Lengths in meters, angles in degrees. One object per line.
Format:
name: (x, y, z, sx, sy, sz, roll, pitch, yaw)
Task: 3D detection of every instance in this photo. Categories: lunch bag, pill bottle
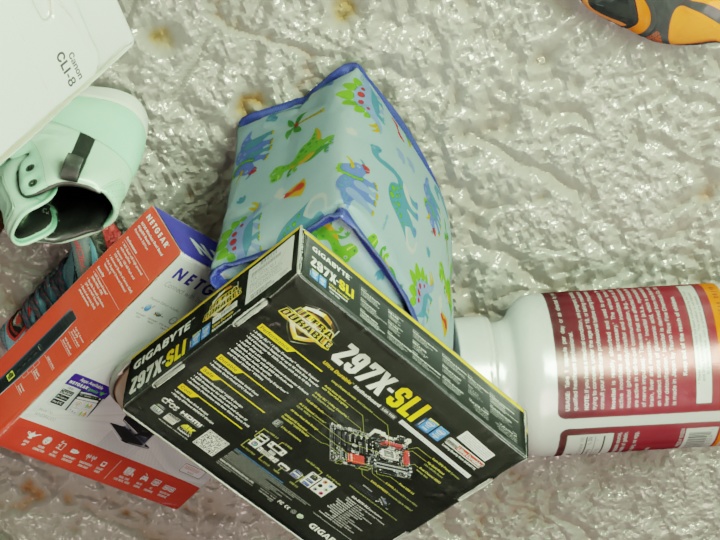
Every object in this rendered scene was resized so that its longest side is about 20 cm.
lunch bag: (0.000, 0.000, 1.178, 0.127, 0.171, 0.200, -24, 125, 24)
pill bottle: (0.163, 0.069, 1.254, 0.198, 0.113, 0.114, -3, 127, -4)

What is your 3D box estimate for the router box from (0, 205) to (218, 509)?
router box: (-0.133, 0.065, 1.227, 0.179, 0.049, 0.200, -44, 143, 12)

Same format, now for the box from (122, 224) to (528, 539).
box: (-0.021, 0.085, 1.109, 0.200, 0.050, 0.159, 39, 120, -24)

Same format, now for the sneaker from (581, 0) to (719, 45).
sneaker: (0.221, -0.213, 1.084, 0.112, 0.078, 0.200, 31, 132, -25)

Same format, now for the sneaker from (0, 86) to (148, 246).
sneaker: (-0.242, -0.069, 1.163, 0.199, 0.119, 0.074, 0, 129, 2)

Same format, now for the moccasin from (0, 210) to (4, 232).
moccasin: (-0.322, 0.017, 1.254, 0.201, 0.078, 0.074, -30, 121, 22)

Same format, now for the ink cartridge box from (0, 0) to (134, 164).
ink cartridge box: (-0.261, -0.156, 1.031, 0.199, 0.145, 0.146, 9, 135, 39)

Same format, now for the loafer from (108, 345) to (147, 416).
loafer: (-0.077, 0.095, 1.210, 0.199, 0.063, 0.072, 17, 119, -48)

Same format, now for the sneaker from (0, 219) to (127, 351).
sneaker: (-0.208, 0.043, 1.272, 0.095, 0.080, 0.201, 5, 127, -1)
